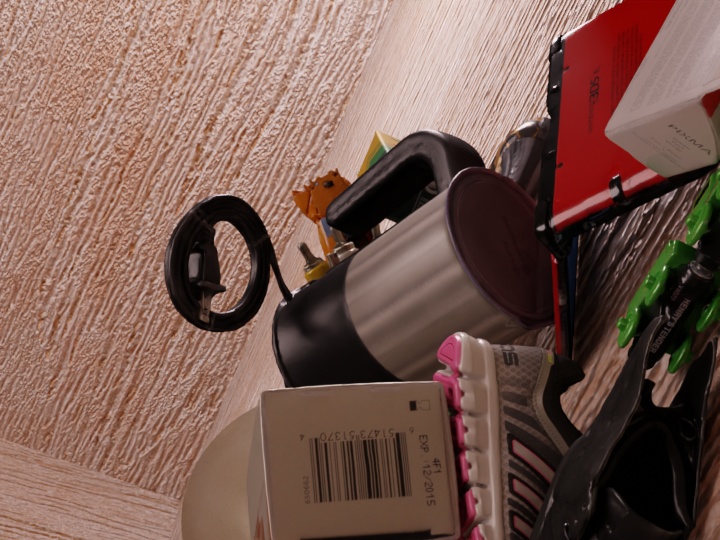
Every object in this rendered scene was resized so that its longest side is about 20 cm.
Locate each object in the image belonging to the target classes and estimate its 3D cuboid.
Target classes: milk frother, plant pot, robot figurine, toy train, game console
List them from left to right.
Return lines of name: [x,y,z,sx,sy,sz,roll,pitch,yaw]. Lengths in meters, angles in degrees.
plant pot: [-0.015,0.208,1.015,0.188,0.186,0.200,-69,22,7]
milk frother: [0.000,0.000,0.976,0.188,0.199,0.181,-35,71,38]
robot figurine: [0.006,0.017,1.219,0.145,0.058,0.201,35,-147,-85]
game console: [0.171,-0.064,0.898,0.172,0.119,0.201,-26,33,31]
toy train: [0.179,-0.031,0.684,0.201,0.042,0.056,-64,-1,37]

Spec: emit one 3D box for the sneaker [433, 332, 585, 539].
sneaker: [0.094,0.128,0.757,0.074,0.087,0.201,114,151,-70]

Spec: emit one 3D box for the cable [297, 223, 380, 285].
cable: [0.018,0.059,1.133,0.050,0.097,0.201,-35,-72,-65]

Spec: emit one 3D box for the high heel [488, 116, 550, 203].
high heel: [0.104,-0.023,1.133,0.143,0.071,0.200,-62,-2,-43]

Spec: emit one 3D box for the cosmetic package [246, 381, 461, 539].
cosmetic package: [-0.011,0.133,0.821,0.200,0.103,0.088,104,161,-70]

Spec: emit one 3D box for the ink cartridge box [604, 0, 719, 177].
ink cartridge box: [0.200,-0.132,0.681,0.162,0.050,0.200,-60,9,-6]

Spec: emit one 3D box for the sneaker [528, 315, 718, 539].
sneaker: [0.111,0.127,0.666,0.104,0.060,0.201,118,173,-70]

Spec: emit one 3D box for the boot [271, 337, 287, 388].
boot: [-0.006,0.055,1.359,0.201,0.143,0.073,-77,9,-50]

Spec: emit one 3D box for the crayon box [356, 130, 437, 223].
crayon box: [0.064,-0.068,1.244,0.200,0.126,0.051,-109,41,-77]
